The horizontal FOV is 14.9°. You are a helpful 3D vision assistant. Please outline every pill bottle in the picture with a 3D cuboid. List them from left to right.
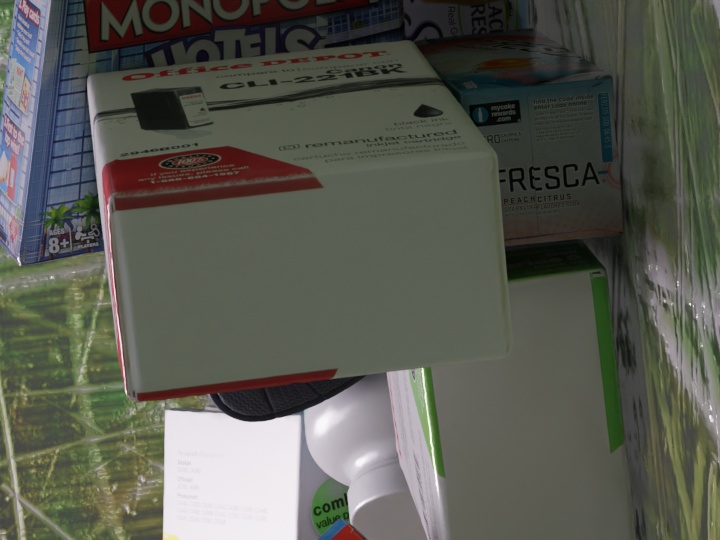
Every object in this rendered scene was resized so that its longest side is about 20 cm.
[{"bbox_3d":[0.022,0.045,1.493,0.111,0.111,0.200,91,176,-59],"label":"pill bottle"}]

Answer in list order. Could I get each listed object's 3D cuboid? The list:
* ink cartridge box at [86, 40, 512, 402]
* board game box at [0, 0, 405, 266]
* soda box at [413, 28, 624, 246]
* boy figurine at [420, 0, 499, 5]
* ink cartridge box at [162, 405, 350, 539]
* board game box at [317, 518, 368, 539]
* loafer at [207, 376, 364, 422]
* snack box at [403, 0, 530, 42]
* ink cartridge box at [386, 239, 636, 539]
[{"bbox_3d":[-0.030,-0.025,1.082,0.200,0.144,0.084,-116,21,-72],"label":"ink cartridge box"},{"bbox_3d":[-0.071,-0.121,1.193,0.062,0.200,0.200,-139,41,-62],"label":"board game box"},{"bbox_3d":[0.063,-0.060,1.180,0.200,0.064,0.068,-120,24,-78],"label":"soda box"},{"bbox_3d":[0.050,-0.189,1.178,0.200,0.064,0.124,95,165,-59],"label":"boy figurine"},{"bbox_3d":[-0.020,0.180,1.603,0.146,0.147,0.200,-2,87,54],"label":"ink cartridge box"},{"bbox_3d":[0.042,0.224,1.197,0.196,0.056,0.200,40,159,18],"label":"board game box"},{"bbox_3d":[0.000,0.000,1.424,0.072,0.200,0.063,44,-168,-23],"label":"loafer"},{"bbox_3d":[0.008,-0.123,1.296,0.053,0.142,0.200,-104,8,-68],"label":"snack box"},{"bbox_3d":[0.059,0.048,1.213,0.200,0.084,0.146,-112,13,-74],"label":"ink cartridge box"}]
